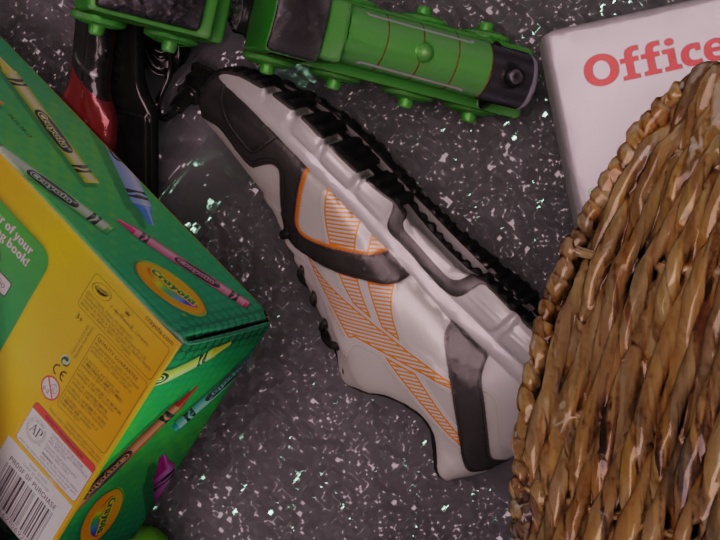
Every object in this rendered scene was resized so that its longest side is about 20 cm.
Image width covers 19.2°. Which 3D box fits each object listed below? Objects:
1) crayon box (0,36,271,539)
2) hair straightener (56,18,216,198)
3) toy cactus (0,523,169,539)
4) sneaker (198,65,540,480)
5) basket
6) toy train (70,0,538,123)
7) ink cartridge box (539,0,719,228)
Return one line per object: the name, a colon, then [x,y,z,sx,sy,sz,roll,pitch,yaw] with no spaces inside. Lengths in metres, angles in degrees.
crayon box: [-0.141,0.000,0.829,0.200,0.058,0.119,45,119,20]
hair straightener: [-0.092,-0.086,0.865,0.041,0.077,0.202,10,103,36]
toy cactus: [-0.173,0.156,0.863,0.200,0.102,0.165,-47,74,13]
sneaker: [0.000,0.000,0.847,0.200,0.074,0.080,46,106,11]
basket: [0.147,0.049,0.728,0.142,0.149,0.202,11,77,37]
toy train: [-0.018,-0.093,0.821,0.198,0.056,0.042,11,92,-21]
ink cartridge box: [0.157,-0.007,0.819,0.143,0.084,0.202,-12,87,7]
